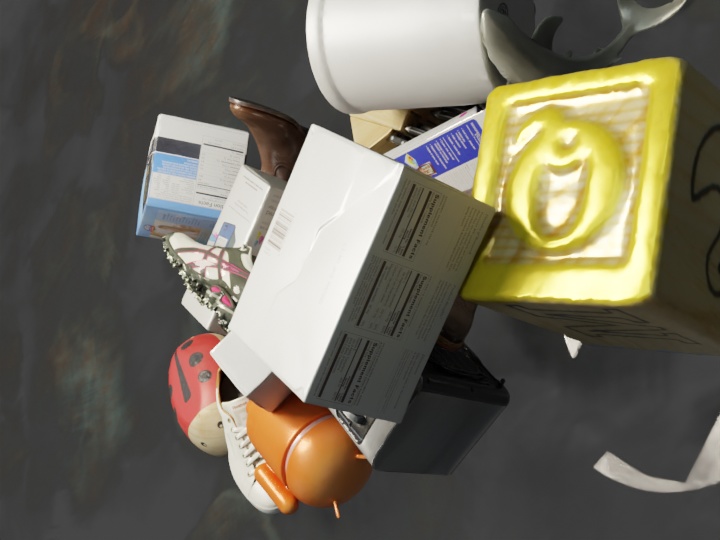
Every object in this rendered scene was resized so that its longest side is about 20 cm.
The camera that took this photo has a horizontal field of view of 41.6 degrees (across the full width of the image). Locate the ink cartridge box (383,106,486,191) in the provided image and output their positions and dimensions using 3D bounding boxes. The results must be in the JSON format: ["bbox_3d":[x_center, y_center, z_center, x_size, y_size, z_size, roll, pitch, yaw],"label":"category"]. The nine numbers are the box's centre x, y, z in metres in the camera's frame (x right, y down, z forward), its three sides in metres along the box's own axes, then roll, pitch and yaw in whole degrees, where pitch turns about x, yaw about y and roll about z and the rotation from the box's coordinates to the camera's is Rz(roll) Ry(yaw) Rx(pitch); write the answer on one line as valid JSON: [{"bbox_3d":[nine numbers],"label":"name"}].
[{"bbox_3d":[0.106,-0.116,1.052,0.199,0.095,0.037,-21,22,44],"label":"ink cartridge box"}]

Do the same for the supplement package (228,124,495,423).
[{"bbox_3d":[-0.004,0.000,0.822,0.155,0.110,0.202,33,101,53],"label":"supplement package"}]

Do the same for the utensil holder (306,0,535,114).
[{"bbox_3d":[0.068,-0.259,1.016,0.198,0.169,0.173,2,77,31],"label":"utensil holder"}]

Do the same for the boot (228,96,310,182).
[{"bbox_3d":[-0.138,-0.111,1.261,0.064,0.185,0.202,27,93,43],"label":"boot"}]

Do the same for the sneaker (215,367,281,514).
[{"bbox_3d":[-0.144,0.208,1.196,0.072,0.085,0.202,-23,63,-6],"label":"sneaker"}]

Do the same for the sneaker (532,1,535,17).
[{"bbox_3d":[0.131,-0.343,1.128,0.200,0.067,0.110,8,84,52],"label":"sneaker"}]

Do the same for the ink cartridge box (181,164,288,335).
[{"bbox_3d":[-0.121,-0.012,1.231,0.087,0.144,0.202,37,104,48],"label":"ink cartridge box"}]

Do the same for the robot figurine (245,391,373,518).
[{"bbox_3d":[-0.059,0.198,1.108,0.143,0.118,0.200,-30,38,-20],"label":"robot figurine"}]

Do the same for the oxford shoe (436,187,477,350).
[{"bbox_3d":[0.103,-0.011,0.976,0.073,0.071,0.202,-43,29,45],"label":"oxford shoe"}]

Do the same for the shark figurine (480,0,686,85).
[{"bbox_3d":[0.219,-0.203,0.932,0.089,0.212,0.130,41,141,53],"label":"shark figurine"}]

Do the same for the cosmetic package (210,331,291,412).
[{"bbox_3d":[-0.064,0.056,1.057,0.200,0.102,0.074,-43,69,-6],"label":"cosmetic package"}]

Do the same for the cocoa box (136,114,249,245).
[{"bbox_3d":[-0.246,-0.121,1.369,0.200,0.131,0.133,148,129,-70],"label":"cocoa box"}]

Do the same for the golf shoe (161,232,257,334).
[{"bbox_3d":[-0.164,0.004,1.131,0.088,0.078,0.200,-40,50,-12],"label":"golf shoe"}]

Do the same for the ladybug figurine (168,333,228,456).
[{"bbox_3d":[-0.218,0.168,1.330,0.136,0.071,0.201,-53,44,21],"label":"ladybug figurine"}]

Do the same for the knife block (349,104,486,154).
[{"bbox_3d":[0.067,-0.209,1.154,0.175,0.063,0.202,-33,53,35],"label":"knife block"}]

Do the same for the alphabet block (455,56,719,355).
[{"bbox_3d":[0.225,-0.043,0.810,0.195,0.198,0.198,-2,75,47],"label":"alphabet block"}]

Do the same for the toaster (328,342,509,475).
[{"bbox_3d":[0.040,0.105,0.981,0.119,0.199,0.181,-55,51,15],"label":"toaster"}]
